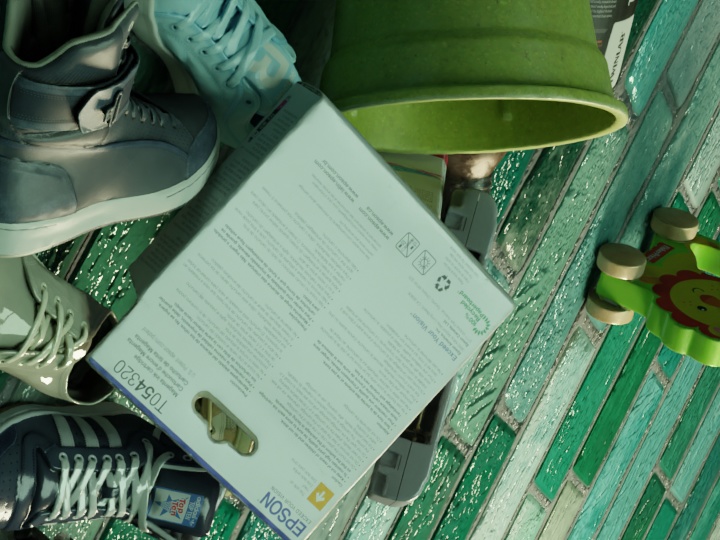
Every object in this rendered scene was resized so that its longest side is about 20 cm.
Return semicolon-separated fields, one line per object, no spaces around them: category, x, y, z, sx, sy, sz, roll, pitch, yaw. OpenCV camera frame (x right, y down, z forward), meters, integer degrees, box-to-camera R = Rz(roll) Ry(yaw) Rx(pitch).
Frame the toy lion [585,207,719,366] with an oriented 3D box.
toy lion;0.322;0.026;2.223;0.200;0.191;0.069;-31;140;-54

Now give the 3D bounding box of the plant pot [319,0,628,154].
plant pot;0.062;-0.178;1.455;0.200;0.199;0.186;15;73;-67

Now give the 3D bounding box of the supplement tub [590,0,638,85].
supplement tub;0.144;-0.231;1.675;0.122;0.122;0.202;-30;139;-54

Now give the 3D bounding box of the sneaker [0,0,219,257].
sneaker;-0.130;-0.101;1.261;0.202;0.077;0.147;-29;141;-53

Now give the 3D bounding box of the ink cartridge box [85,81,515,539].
ink cartridge box;-0.036;0.028;1.376;0.200;0.043;0.196;-46;122;-4

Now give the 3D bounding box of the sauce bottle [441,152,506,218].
sauce bottle;0.076;-0.120;1.643;0.065;0.064;0.202;-30;131;-54

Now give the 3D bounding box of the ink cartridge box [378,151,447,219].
ink cartridge box;0.000;0.000;1.535;0.200;0.085;0.149;-71;175;-74

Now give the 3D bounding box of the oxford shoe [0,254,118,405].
oxford shoe;-0.182;0.027;1.299;0.076;0.057;0.200;-61;155;-6

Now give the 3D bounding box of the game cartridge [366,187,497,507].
game cartridge;0.046;0.053;1.534;0.133;0.041;0.202;73;32;-82

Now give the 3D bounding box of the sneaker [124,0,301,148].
sneaker;-0.070;-0.131;1.355;0.074;0.081;0.200;-60;156;-15

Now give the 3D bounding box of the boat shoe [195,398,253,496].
boat shoe;-0.089;0.061;1.546;0.073;0.063;0.202;-77;179;-49

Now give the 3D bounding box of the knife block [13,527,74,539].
knife block;-0.160;0.221;1.485;0.199;0.064;0.177;-16;122;-49

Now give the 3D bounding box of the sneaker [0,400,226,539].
sneaker;-0.152;0.127;1.391;0.200;0.108;0.071;-10;121;-63
